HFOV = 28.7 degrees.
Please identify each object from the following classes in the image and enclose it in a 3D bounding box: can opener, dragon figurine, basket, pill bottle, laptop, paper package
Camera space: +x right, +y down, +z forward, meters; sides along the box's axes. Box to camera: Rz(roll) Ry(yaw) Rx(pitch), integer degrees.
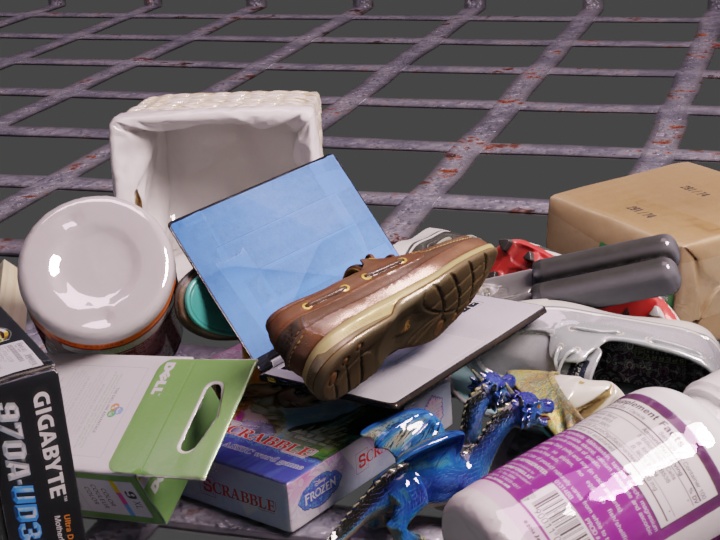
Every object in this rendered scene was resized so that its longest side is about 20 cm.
[{"bbox_3d":[0.161,0.024,1.130,0.200,0.067,0.053,-12,42,22],"label":"can opener"},{"bbox_3d":[0.038,0.129,0.938,0.200,0.100,0.059,-13,21,-26],"label":"dragon figurine"},{"bbox_3d":[-0.132,-0.072,1.390,0.200,0.198,0.161,-2,16,2],"label":"basket"},{"bbox_3d":[0.157,0.137,0.824,0.200,0.112,0.112,-26,27,-19],"label":"pill bottle"},{"bbox_3d":[0.000,0.000,1.044,0.200,0.116,0.187,9,26,40],"label":"laptop"},{"bbox_3d":[0.300,-0.019,1.316,0.190,0.104,0.200,-15,24,-27],"label":"paper package"},{"bbox_3d":[-0.197,0.030,1.100,0.114,0.114,0.200,-5,-20,-6],"label":"pill bottle"}]

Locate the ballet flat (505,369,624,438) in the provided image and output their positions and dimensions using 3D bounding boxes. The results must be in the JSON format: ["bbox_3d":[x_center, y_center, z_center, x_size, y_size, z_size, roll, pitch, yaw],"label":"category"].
[{"bbox_3d":[0.167,0.114,0.969,0.071,0.071,0.200,-9,32,-17],"label":"ballet flat"}]

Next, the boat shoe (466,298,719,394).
[{"bbox_3d":[0.174,0.066,1.067,0.201,0.070,0.072,3,17,9],"label":"boat shoe"}]

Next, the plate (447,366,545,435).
[{"bbox_3d":[0.170,0.094,1.131,0.200,0.026,0.200,-2,19,1],"label":"plate"}]

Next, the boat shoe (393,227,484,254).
[{"bbox_3d":[0.072,0.000,1.340,0.064,0.071,0.200,3,19,19],"label":"boat shoe"}]

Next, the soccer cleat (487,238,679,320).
[{"bbox_3d":[0.194,0.027,1.187,0.200,0.069,0.085,25,3,38],"label":"soccer cleat"}]

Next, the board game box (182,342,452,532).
[{"bbox_3d":[-0.067,0.116,1.075,0.200,0.041,0.199,11,24,35],"label":"board game box"}]

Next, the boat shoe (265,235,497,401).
[{"bbox_3d":[0.019,0.016,0.964,0.068,0.072,0.200,39,44,23],"label":"boat shoe"}]

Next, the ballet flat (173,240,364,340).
[{"bbox_3d":[-0.079,0.014,1.107,0.200,0.068,0.068,-12,9,-44],"label":"ballet flat"}]

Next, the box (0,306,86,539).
[{"bbox_3d":[-0.208,0.126,0.832,0.046,0.200,0.159,-15,22,-25],"label":"box"}]

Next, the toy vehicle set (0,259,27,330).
[{"bbox_3d":[-0.314,0.075,1.122,0.027,0.124,0.200,37,7,-21],"label":"toy vehicle set"}]

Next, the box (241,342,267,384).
[{"bbox_3d":[-0.036,0.036,1.177,0.119,0.042,0.200,-4,21,-2],"label":"box"}]

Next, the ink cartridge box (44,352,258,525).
[{"bbox_3d":[-0.163,0.115,0.980,0.200,0.059,0.104,0,45,27],"label":"ink cartridge box"}]
